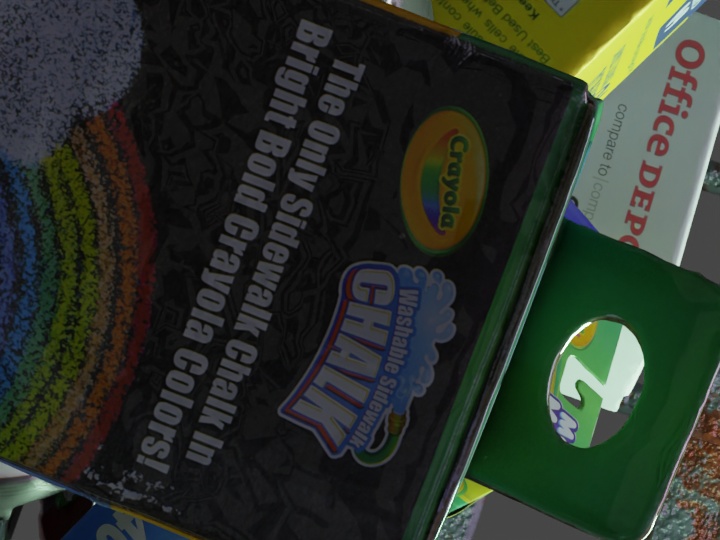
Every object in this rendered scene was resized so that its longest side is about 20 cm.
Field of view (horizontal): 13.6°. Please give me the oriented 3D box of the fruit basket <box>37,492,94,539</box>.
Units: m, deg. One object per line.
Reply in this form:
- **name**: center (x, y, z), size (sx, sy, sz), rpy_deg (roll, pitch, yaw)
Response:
- **fruit basket**: center (-0.104, 0.120, 1.131), size (0.185, 0.093, 0.201), rpy_deg (93, 0, -78)

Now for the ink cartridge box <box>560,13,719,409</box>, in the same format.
- **ink cartridge box**: center (0.037, -0.052, 1.206), size (0.086, 0.199, 0.148), rpy_deg (102, 6, -66)

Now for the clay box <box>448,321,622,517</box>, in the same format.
- **clay box**: center (0.000, 0.000, 1.062), size (0.048, 0.200, 0.115), rpy_deg (-32, -151, 47)

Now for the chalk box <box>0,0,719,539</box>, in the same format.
- **chalk box**: center (-0.017, -0.003, 0.689), size (0.124, 0.199, 0.125), rpy_deg (-40, 152, -86)

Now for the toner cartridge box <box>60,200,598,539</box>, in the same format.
- **toner cartridge box**: center (-0.003, 0.041, 0.874), size (0.095, 0.043, 0.200), rpy_deg (-47, 171, 34)

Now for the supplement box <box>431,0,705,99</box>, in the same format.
- **supplement box**: center (0.009, -0.070, 0.933), size (0.200, 0.110, 0.109), rpy_deg (-44, 173, -5)

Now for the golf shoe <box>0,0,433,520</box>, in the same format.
- **golf shoe**: center (-0.057, -0.022, 0.801), size (0.200, 0.077, 0.088), rpy_deg (-46, 162, -24)
